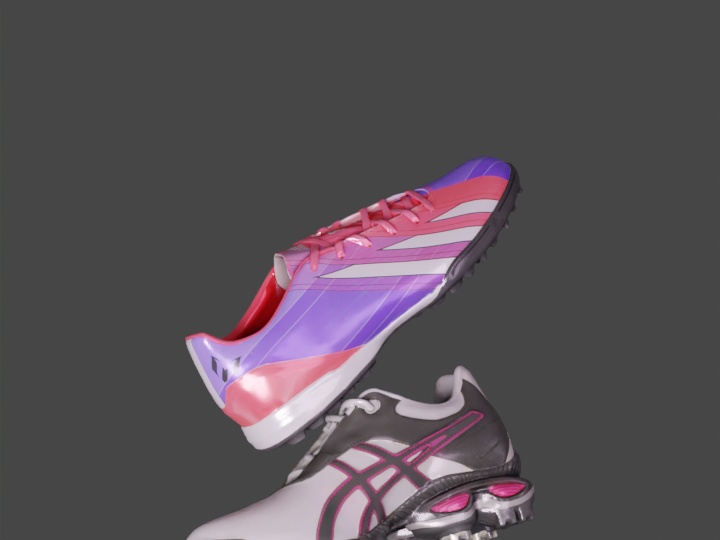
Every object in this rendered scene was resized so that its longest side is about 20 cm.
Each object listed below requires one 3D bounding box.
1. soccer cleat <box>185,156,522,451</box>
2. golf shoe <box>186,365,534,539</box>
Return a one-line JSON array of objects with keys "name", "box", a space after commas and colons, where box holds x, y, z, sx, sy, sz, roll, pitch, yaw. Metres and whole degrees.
[{"name": "soccer cleat", "box": [0.000, 0.000, 1.410, 0.200, 0.068, 0.073, -45, 102, -19]}, {"name": "golf shoe", "box": [-0.011, 0.109, 1.401, 0.199, 0.077, 0.088, -12, 80, -34]}]
